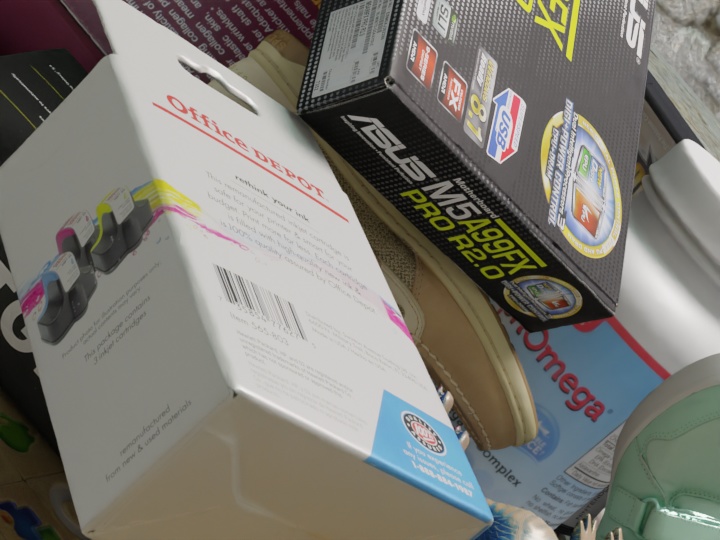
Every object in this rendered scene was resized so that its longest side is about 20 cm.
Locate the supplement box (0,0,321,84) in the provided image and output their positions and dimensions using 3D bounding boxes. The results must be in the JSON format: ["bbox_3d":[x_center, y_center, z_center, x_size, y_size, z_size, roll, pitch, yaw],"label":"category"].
[{"bbox_3d":[-0.050,-0.131,0.931,0.131,0.200,0.103,51,-24,6],"label":"supplement box"}]

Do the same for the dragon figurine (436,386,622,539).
[{"bbox_3d":[0.044,0.142,0.798,0.059,0.099,0.200,25,65,-58],"label":"dragon figurine"}]

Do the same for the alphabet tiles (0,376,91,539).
[{"bbox_3d":[-0.109,0.056,0.719,0.166,0.006,0.200,51,17,12],"label":"alphabet tiles"}]

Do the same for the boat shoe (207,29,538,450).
[{"bbox_3d":[0.000,0.000,0.855,0.200,0.065,0.071,55,-7,-13],"label":"boat shoe"}]

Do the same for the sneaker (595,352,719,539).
[{"bbox_3d":[0.128,0.134,0.826,0.074,0.200,0.118,14,34,-14],"label":"sneaker"}]

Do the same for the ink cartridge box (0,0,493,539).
[{"bbox_3d":[-0.047,0.010,0.674,0.115,0.068,0.200,31,24,-40],"label":"ink cartridge box"}]

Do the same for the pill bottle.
[{"bbox_3d":[0.098,0.037,0.943,0.109,0.200,0.109,43,17,-16],"label":"pill bottle"}]

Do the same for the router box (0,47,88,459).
[{"bbox_3d":[-0.089,0.010,0.770,0.200,0.051,0.149,49,18,4],"label":"router box"}]

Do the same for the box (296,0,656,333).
[{"bbox_3d":[0.055,-0.101,0.841,0.160,0.044,0.200,42,47,-38],"label":"box"}]

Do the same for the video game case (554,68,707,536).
[{"bbox_3d":[0.124,0.008,1.112,0.025,0.181,0.200,20,30,-38],"label":"video game case"}]
